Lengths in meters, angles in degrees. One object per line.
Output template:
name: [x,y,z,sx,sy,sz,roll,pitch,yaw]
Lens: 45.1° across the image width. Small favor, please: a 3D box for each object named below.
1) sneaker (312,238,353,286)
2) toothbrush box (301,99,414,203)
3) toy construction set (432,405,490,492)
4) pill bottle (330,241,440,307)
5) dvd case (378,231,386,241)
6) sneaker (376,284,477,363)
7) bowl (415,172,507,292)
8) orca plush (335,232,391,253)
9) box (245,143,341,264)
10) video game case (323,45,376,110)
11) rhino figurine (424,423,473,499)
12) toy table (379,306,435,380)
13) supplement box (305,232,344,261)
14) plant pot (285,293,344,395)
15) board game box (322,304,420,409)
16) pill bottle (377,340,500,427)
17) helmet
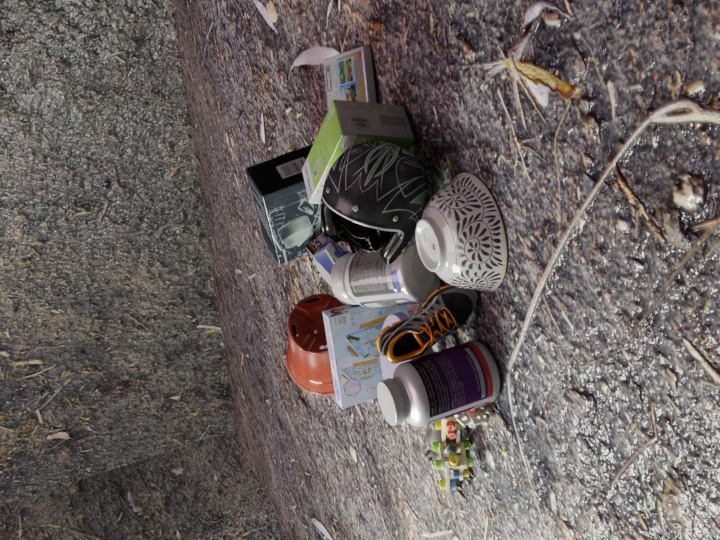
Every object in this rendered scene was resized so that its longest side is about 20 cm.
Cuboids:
sneaker: [0.001,0.001,1.781,0.200,0.115,0.080,48,152,-16]
toothbrush box: [-0.008,-0.213,1.608,0.200,0.144,0.087,124,139,-51]
toy construction set: [0.175,0.300,1.610,0.132,0.091,0.202,-90,9,-51]
pill bottle: [0.043,0.011,1.633,0.198,0.113,0.115,-7,99,44]
dvd case: [0.006,-0.124,1.764,0.200,0.017,0.145,41,123,57]
sneaker: [0.118,0.099,1.490,0.079,0.199,0.077,52,-172,-12]
bowl: [0.150,-0.052,1.425,0.200,0.093,0.203,166,90,-70]
orca plush: [-0.005,-0.057,1.839,0.199,0.071,0.106,15,134,58]
box: [-0.129,-0.152,1.933,0.124,0.198,0.198,-124,17,-44]
video game case: [-0.018,-0.335,1.747,0.181,0.023,0.203,8,106,62]
rhino figurine: [0.168,0.359,1.722,0.087,0.059,0.202,-39,69,58]
toy table: [0.114,0.150,1.638,0.201,0.116,0.185,104,146,-53]
supplement box: [-0.036,0.019,1.928,0.201,0.061,0.109,57,173,-33]
plant pot: [-0.086,0.163,2.025,0.196,0.199,0.202,86,162,-63]
board game box: [0.033,0.154,1.742,0.041,0.198,0.202,-146,45,-64]
pill bottle: [0.133,0.198,1.491,0.112,0.198,0.114,165,90,-70]
helmet: [0.025,-0.125,1.485,0.192,0.198,0.201,97,151,-52]
